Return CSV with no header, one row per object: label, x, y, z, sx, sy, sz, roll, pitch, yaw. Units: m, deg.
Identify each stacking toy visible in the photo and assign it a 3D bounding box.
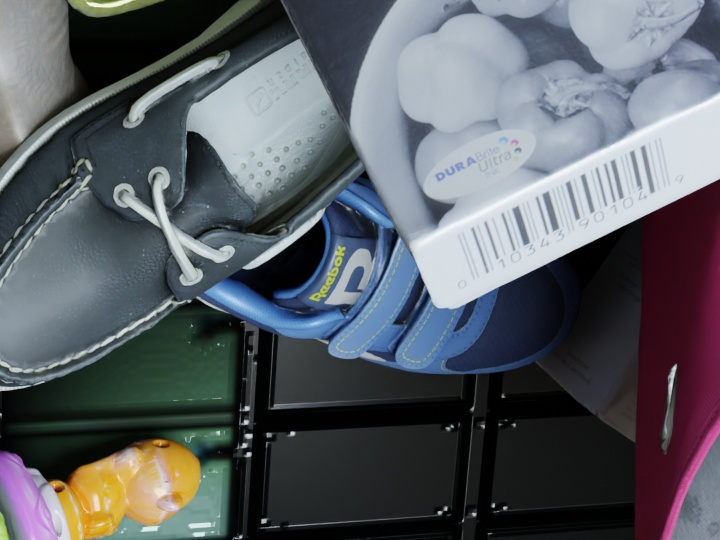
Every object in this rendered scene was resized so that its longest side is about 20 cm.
stacking toy,-0.148,0.101,0.741,0.200,0.116,0.110,-17,116,-29

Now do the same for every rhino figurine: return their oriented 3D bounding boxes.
rhino figurine,-0.122,-0.063,0.691,0.060,0.087,0.200,-19,112,-12

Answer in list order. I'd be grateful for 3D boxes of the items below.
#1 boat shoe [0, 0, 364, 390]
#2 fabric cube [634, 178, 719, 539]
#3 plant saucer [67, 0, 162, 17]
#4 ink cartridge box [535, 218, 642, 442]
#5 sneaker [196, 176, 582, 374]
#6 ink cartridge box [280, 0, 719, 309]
boat shoe,-0.050,-0.033,0.653,0.200,0.060,0.076,-46,118,-11
fabric cube,0.194,0.005,0.641,0.200,0.199,0.196,5,150,1
plant saucer,-0.027,-0.204,0.650,0.200,0.048,0.200,-18,120,-5
ink cartridge box,0.179,-0.006,0.827,0.116,0.067,0.200,34,94,-24
sneaker,0.000,0.000,0.758,0.200,0.082,0.074,16,99,-24
ink cartridge box,0.068,-0.112,0.583,0.198,0.200,0.043,-26,146,-1
